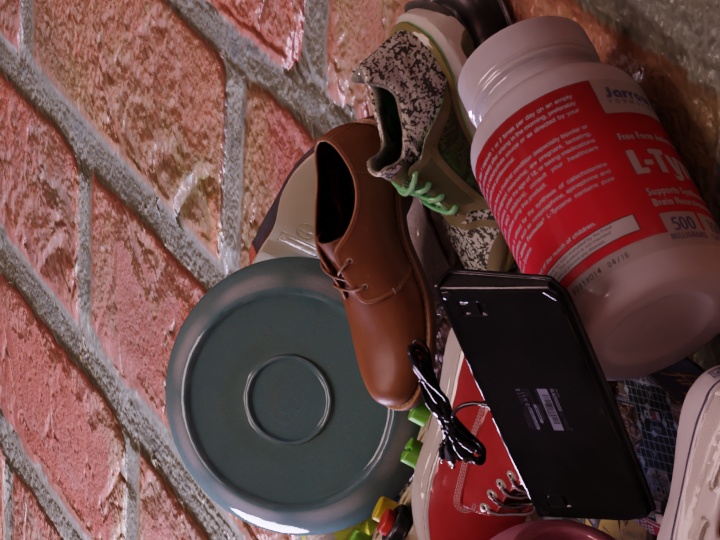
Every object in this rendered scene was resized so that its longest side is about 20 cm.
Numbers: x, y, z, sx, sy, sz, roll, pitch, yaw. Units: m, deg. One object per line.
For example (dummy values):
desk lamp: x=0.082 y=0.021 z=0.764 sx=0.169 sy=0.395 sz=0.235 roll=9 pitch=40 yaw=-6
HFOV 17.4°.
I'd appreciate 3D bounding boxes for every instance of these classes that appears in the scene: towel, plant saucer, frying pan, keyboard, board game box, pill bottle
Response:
towel: x=0.025 y=-0.010 z=1.699 sx=0.200 sy=0.034 sz=0.133 roll=120 pitch=136 yaw=-55
plant saucer: x=-0.048 y=0.090 z=1.670 sx=0.027 sy=0.200 sz=0.200 roll=-9 pitch=-89 yaw=-75
frying pan: x=0.062 y=-0.178 z=1.574 sx=0.115 sy=0.031 sz=0.190 roll=-23 pitch=79 yaw=64
keyboard: x=0.087 y=0.072 z=1.336 sx=0.127 sy=0.021 sz=0.200 roll=0 pitch=135 yaw=28
board game box: x=0.161 y=0.102 z=1.434 sx=0.200 sy=0.035 sz=0.136 roll=-135 pitch=43 yaw=-53
pill bottle: x=0.131 y=-0.046 z=1.359 sx=0.200 sy=0.112 sz=0.112 roll=66 pitch=151 yaw=30

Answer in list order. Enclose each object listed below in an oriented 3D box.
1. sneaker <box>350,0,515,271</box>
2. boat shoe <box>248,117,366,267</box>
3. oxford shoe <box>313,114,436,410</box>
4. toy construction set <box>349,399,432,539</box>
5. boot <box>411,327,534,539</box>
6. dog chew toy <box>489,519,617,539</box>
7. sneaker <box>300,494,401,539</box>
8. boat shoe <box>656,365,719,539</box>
sneaker: x=0.041 y=-0.071 z=1.536 sx=0.077 sy=0.089 sz=0.200 roll=17 pitch=132 yaw=54
boat shoe: x=-0.026 y=-0.046 z=1.682 sx=0.200 sy=0.071 sz=0.063 roll=-56 pitch=9 yaw=43
oxford shoe: x=0.000 y=0.000 z=1.574 sx=0.071 sy=0.071 sz=0.200 roll=-5 pitch=97 yaw=42
toy construction set: x=0.046 y=0.163 z=1.613 sx=0.131 sy=0.092 sz=0.200 roll=-71 pitch=-4 yaw=-48
boot: x=0.098 y=0.137 z=1.461 sx=0.144 sy=0.072 sz=0.200 roll=40 pitch=130 yaw=54
dog chew toy: x=0.108 y=0.248 z=1.402 sx=0.125 sy=0.125 sz=0.200 roll=-130 pitch=39 yaw=-49
sneaker: x=-0.010 y=0.164 z=1.735 sx=0.105 sy=0.076 sz=0.200 roll=-24 pitch=-79 yaw=-78
boat shoe: x=0.211 y=0.156 z=1.310 sx=0.070 sy=0.071 sz=0.200 roll=-144 pitch=57 yaw=-61
